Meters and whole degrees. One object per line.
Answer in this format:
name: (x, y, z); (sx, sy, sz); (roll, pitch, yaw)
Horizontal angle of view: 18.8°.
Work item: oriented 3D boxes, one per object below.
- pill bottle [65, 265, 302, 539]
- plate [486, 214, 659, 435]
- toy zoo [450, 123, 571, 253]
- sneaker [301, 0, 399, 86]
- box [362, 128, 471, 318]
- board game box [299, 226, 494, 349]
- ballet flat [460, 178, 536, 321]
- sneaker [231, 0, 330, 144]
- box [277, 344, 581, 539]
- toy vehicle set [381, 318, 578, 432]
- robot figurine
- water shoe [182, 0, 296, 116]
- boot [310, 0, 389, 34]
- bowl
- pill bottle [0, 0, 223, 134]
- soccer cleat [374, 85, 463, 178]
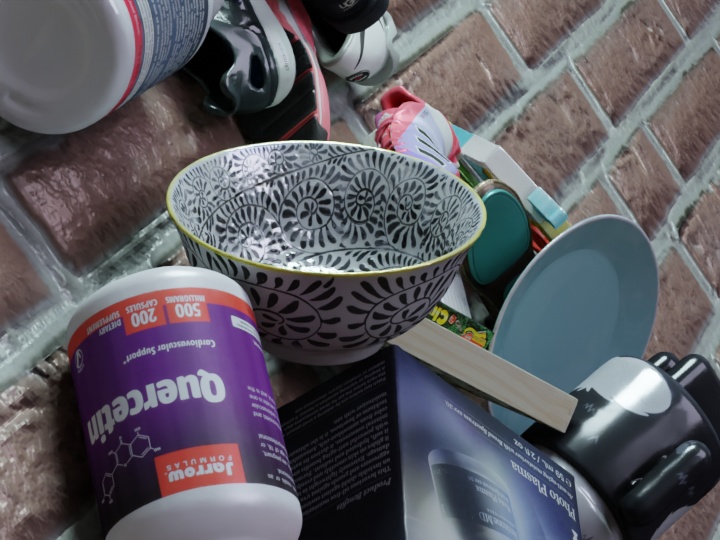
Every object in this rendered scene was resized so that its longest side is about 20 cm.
pill bottle: (-0.098, 0.105, 1.241); (0.112, 0.112, 0.200); (23, 44, -49)
plate: (0.160, 0.048, 1.700); (0.026, 0.200, 0.200); (27, 3, 41)
toy zoo: (0.122, -0.059, 1.761); (0.131, 0.020, 0.200); (48, -4, -21)
sneaker: (-0.035, -0.245, 1.741); (0.088, 0.074, 0.200); (-1, 63, -61)
box: (0.044, -0.026, 1.692); (0.041, 0.039, 0.200); (25, 42, -46)
board game box: (0.000, 0.000, 1.549); (0.200, 0.023, 0.105); (30, 3, -43)
ballet flat: (0.104, -0.012, 1.716); (0.065, 0.070, 0.200); (44, -14, 40)
sneaker: (-0.055, -0.164, 1.628); (0.087, 0.074, 0.200); (14, 51, -56)
box: (0.047, 0.191, 1.389); (0.200, 0.123, 0.199); (36, 36, -36)
toy vehicle set: (0.046, 0.054, 1.531); (0.200, 0.027, 0.124); (28, -5, -40)
robot figurine: (0.185, 0.145, 1.598); (0.125, 0.200, 0.150); (43, -22, 22)
water shoe: (-0.122, -0.199, 1.551); (0.079, 0.072, 0.200); (-23, 71, -44)
boot: (-0.062, -0.283, 1.613); (0.168, 0.076, 0.200); (44, 15, -55)
bowl: (-0.024, -0.002, 1.371); (0.201, 0.200, 0.094); (-57, 155, -60)
pill bottle: (-0.163, -0.170, 1.403); (0.120, 0.120, 0.200); (56, 28, -6)
soccer cleat: (0.034, -0.084, 1.606); (0.076, 0.067, 0.200); (50, 16, -8)
